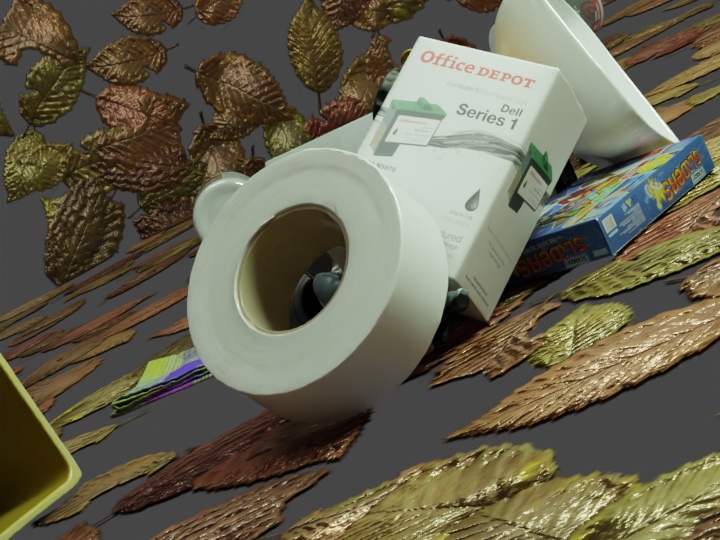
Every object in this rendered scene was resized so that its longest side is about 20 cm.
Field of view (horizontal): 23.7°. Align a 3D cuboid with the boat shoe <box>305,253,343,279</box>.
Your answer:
[{"bbox_3d":[0.010,0.002,1.501,0.199,0.073,0.072,7,39,43],"label":"boat shoe"}]

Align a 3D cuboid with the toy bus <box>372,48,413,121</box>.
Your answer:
[{"bbox_3d":[0.092,-0.106,1.597,0.135,0.202,0.192,24,22,18],"label":"toy bus"}]

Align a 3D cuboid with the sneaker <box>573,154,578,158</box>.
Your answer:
[{"bbox_3d":[0.268,-0.176,1.920,0.079,0.072,0.200,-20,15,12],"label":"sneaker"}]

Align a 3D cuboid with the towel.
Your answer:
[{"bbox_3d":[-0.158,0.088,1.777,0.199,0.023,0.144,-24,10,20],"label":"towel"}]

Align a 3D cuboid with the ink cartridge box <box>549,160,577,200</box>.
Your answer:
[{"bbox_3d":[0.159,-0.108,1.724,0.039,0.100,0.200,-27,10,-13],"label":"ink cartridge box"}]

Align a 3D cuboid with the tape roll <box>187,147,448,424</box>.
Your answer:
[{"bbox_3d":[-0.034,0.011,1.308,0.201,0.204,0.071,-22,-34,27],"label":"tape roll"}]

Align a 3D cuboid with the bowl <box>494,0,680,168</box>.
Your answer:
[{"bbox_3d":[0.205,-0.173,1.607,0.075,0.200,0.200,-40,-16,16],"label":"bowl"}]

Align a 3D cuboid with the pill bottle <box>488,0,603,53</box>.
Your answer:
[{"bbox_3d":[0.325,-0.429,3.017,0.199,0.117,0.115,-33,11,-32],"label":"pill bottle"}]

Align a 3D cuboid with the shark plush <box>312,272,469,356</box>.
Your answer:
[{"bbox_3d":[0.020,0.036,1.359,0.090,0.084,0.200,-29,9,-15],"label":"shark plush"}]

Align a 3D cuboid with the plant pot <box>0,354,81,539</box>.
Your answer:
[{"bbox_3d":[-0.403,0.178,1.474,0.199,0.195,0.195,-31,5,34],"label":"plant pot"}]

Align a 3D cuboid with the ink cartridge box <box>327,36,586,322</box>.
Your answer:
[{"bbox_3d":[0.075,-0.078,1.400,0.145,0.084,0.201,17,72,32],"label":"ink cartridge box"}]

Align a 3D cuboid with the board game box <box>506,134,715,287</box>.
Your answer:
[{"bbox_3d":[0.203,-0.050,1.475,0.135,0.035,0.200,-18,12,43],"label":"board game box"}]

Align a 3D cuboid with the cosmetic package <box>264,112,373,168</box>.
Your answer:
[{"bbox_3d":[0.004,-0.075,1.785,0.199,0.152,0.052,-22,-25,26],"label":"cosmetic package"}]

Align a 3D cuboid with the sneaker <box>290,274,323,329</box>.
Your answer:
[{"bbox_3d":[0.000,0.000,1.645,0.199,0.071,0.099,-37,14,-19],"label":"sneaker"}]

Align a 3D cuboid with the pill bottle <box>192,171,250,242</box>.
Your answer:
[{"bbox_3d":[-0.197,-0.090,2.605,0.114,0.115,0.200,-27,9,-1],"label":"pill bottle"}]
